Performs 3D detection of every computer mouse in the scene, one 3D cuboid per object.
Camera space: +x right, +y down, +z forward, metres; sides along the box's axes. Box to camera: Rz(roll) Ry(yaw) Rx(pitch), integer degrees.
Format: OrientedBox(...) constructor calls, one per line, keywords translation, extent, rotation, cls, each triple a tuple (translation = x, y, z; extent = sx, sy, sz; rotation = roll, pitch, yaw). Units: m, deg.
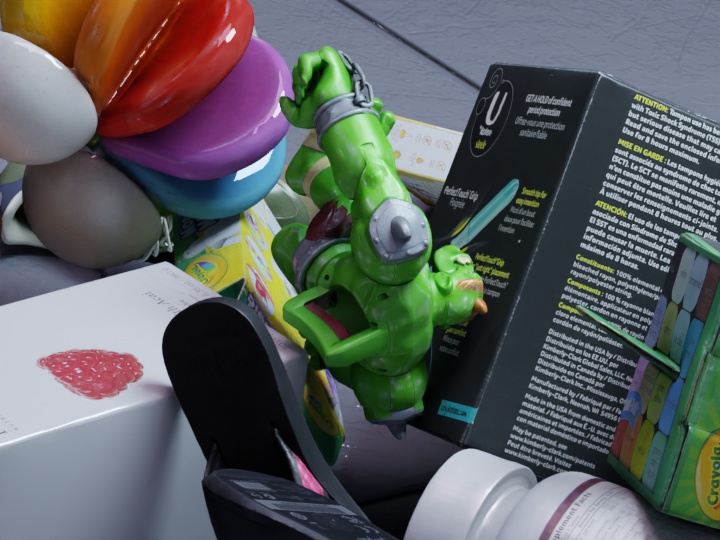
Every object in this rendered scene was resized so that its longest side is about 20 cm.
OrientedBox(translation=(-0.012, 0.141, 1.291), extent=(0.199, 0.046, 0.140), rotation=(24, 10, 33), cls="computer mouse")

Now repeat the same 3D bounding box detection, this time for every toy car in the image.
OrientedBox(translation=(-0.107, -0.102, 1.594), extent=(0.149, 0.200, 0.176), rotation=(12, 57, 32), cls="toy car")

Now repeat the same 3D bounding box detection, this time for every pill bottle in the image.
OrientedBox(translation=(0.123, 0.161, 1.418), extent=(0.199, 0.110, 0.109), rotation=(20, 28, 25), cls="pill bottle")

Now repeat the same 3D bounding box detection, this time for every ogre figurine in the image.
OrientedBox(translation=(0.000, 0.000, 1.508), extent=(0.098, 0.201, 0.120), rotation=(0, 38, -29), cls="ogre figurine")

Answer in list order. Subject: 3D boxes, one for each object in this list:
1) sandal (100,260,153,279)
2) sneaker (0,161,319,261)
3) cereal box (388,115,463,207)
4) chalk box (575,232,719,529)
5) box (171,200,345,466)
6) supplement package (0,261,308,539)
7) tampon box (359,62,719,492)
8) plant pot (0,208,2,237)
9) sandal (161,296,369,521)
OrientedBox(translation=(-0.116, 0.044, 1.694), extent=(0.076, 0.043, 0.200), rotation=(12, 15, -6), cls="sandal")
OrientedBox(translation=(-0.129, -0.029, 1.816), extent=(0.199, 0.067, 0.090), rotation=(10, 32, 5), cls="sneaker")
OrientedBox(translation=(0.120, -0.044, 1.864), extent=(0.199, 0.040, 0.144), rotation=(15, -6, 17), cls="cereal box")
OrientedBox(translation=(0.196, 0.062, 1.424), extent=(0.199, 0.125, 0.125), rotation=(16, 6, -7), cls="chalk box")
OrientedBox(translation=(-0.057, 0.026, 1.649), extent=(0.048, 0.118, 0.200), rotation=(-28, 24, 6), cls="box")
OrientedBox(translation=(-0.142, 0.090, 1.482), extent=(0.199, 0.120, 0.121), rotation=(-16, 35, -40), cls="supplement package")
OrientedBox(translation=(0.112, 0.008, 1.557), extent=(0.126, 0.201, 0.150), rotation=(22, -2, -21), cls="tampon box")
OrientedBox(translation=(-0.275, 0.011, 1.556), extent=(0.199, 0.201, 0.140), rotation=(-3, 44, -22), cls="plant pot")
OrientedBox(translation=(-0.043, 0.110, 1.414), extent=(0.075, 0.201, 0.045), rotation=(-23, 8, 25), cls="sandal")
